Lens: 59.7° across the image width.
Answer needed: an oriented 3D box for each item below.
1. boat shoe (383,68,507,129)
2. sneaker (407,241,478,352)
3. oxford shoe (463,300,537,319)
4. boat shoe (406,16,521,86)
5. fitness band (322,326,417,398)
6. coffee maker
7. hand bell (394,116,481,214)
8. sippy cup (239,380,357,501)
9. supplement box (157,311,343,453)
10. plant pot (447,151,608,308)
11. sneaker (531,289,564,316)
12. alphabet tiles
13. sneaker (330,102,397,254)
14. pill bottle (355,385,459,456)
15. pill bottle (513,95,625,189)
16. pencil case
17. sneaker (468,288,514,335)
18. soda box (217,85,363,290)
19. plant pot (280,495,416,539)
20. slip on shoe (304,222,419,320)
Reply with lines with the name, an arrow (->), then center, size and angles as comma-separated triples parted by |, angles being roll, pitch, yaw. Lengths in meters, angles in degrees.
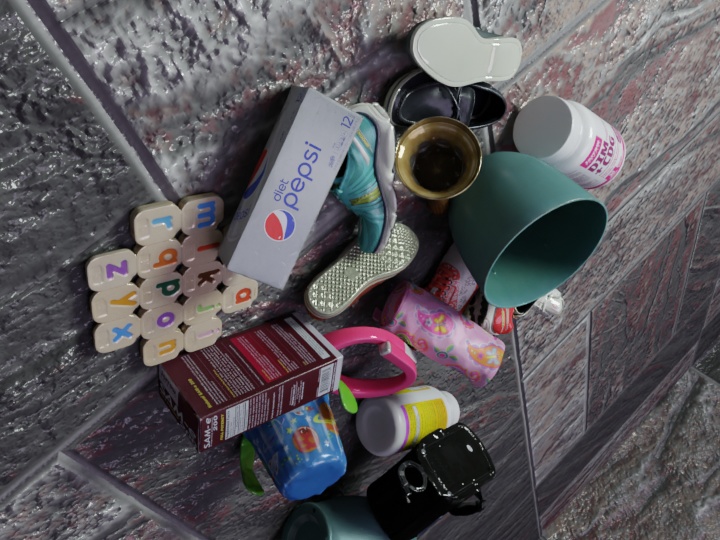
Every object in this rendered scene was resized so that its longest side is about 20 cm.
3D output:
boat shoe -> 0.112, -0.210, 0.790 | 0.199, 0.062, 0.075 | -11, 129, -39
sneaker -> 0.124, 0.044, 1.003 | 0.107, 0.067, 0.202 | -17, 133, -41
oxford shoe -> 0.247, 0.058, 1.099 | 0.071, 0.074, 0.200 | 29, 121, -27
boat shoe -> 0.114, -0.262, 0.748 | 0.199, 0.062, 0.073 | -11, 122, -43
fitness band -> 0.002, 0.141, 0.918 | 0.143, 0.038, 0.200 | -21, 145, 19
coffee maker -> 0.094, 0.359, 1.053 | 0.191, 0.135, 0.200 | 10, 136, -27
hand bell -> 0.101, -0.112, 0.833 | 0.104, 0.104, 0.200 | -48, 167, -5
sippy cup -> -0.086, 0.234, 0.861 | 0.139, 0.131, 0.179 | -7, 136, -29
supplement box -> -0.132, 0.130, 0.770 | 0.199, 0.109, 0.061 | -18, 132, -36
plant pot -> 0.218, -0.072, 0.898 | 0.199, 0.161, 0.201 | -21, 142, -17
sneaker -> 0.337, 0.044, 1.199 | 0.199, 0.099, 0.078 | 10, 112, -49
alphabet tiles -> -0.197, 0.013, 0.684 | 0.195, 0.015, 0.201 | -19, 131, -36
sneaker -> -0.003, -0.107, 0.762 | 0.079, 0.078, 0.201 | -16, 128, -12
pill bottle -> 0.092, 0.261, 1.113 | 0.199, 0.104, 0.105 | 3, 117, -47
pill bottle -> 0.327, -0.199, 0.981 | 0.199, 0.113, 0.114 | 7, 115, -48
pencil case -> 0.119, 0.095, 0.943 | 0.199, 0.087, 0.088 | 31, 98, -13
sneaker -> 0.237, 0.009, 1.036 | 0.084, 0.077, 0.201 | 18, 80, -21
soda box -> -0.077, -0.087, 0.657 | 0.068, 0.063, 0.201 | 22, 97, -27
plant pot -> -0.034, 0.496, 1.115 | 0.187, 0.200, 0.201 | 26, 100, -38
slip on shoe -> 0.000, 0.000, 0.849 | 0.200, 0.074, 0.061 | -39, 176, -27
